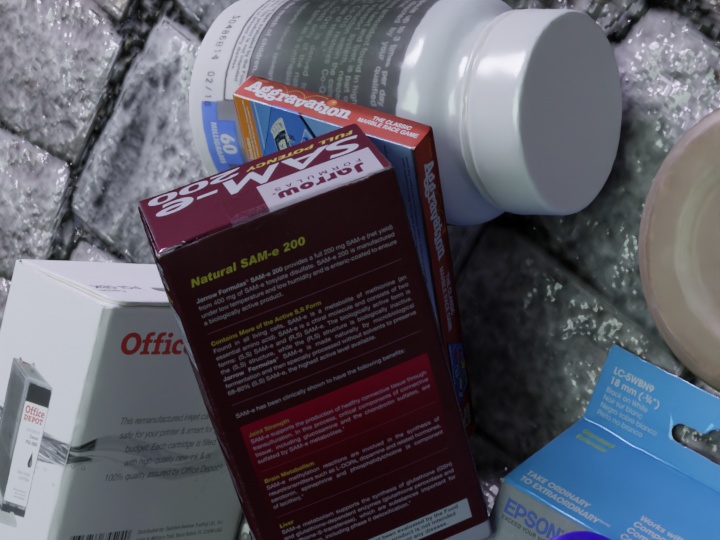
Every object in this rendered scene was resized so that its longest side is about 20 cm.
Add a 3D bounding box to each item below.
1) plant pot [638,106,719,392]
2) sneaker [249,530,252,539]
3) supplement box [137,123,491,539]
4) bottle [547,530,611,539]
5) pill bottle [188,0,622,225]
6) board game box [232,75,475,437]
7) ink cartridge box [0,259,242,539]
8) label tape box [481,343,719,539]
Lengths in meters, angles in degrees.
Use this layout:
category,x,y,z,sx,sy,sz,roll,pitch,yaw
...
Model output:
category,x,y,z,sx,sy,sz,roll,pitch,yaw
plant pot,0.200,-0.009,0.687,0.199,0.174,0.202,-1,88,38
sneaker,-0.003,0.134,0.909,0.070,0.089,0.201,-116,44,-62
supplement box,-0.018,0.047,0.789,0.061,0.108,0.201,-126,18,-60
bottle,0.073,0.215,0.772,0.083,0.065,0.201,38,112,29
pill bottle,0.022,-0.081,0.867,0.199,0.113,0.115,6,93,39
board game box,0.000,0.000,0.859,0.102,0.019,0.201,18,139,28
ink cartridge box,-0.134,0.099,0.968,0.083,0.146,0.201,23,102,38
label tape box,0.125,0.155,0.814,0.144,0.063,0.201,27,106,35
